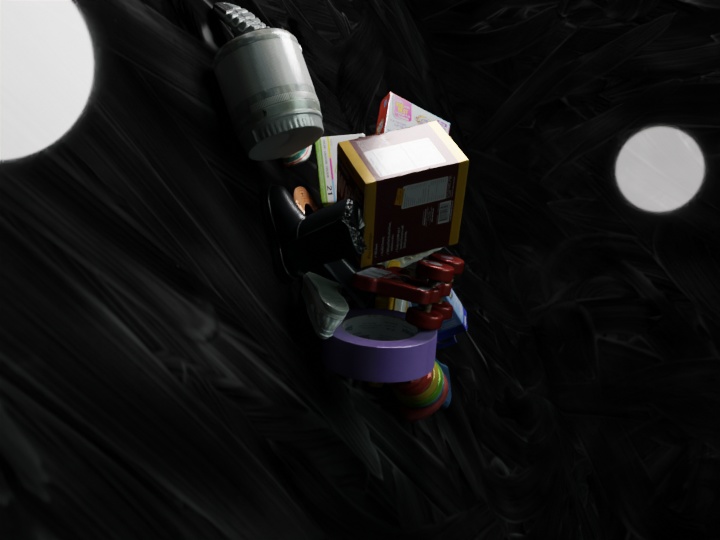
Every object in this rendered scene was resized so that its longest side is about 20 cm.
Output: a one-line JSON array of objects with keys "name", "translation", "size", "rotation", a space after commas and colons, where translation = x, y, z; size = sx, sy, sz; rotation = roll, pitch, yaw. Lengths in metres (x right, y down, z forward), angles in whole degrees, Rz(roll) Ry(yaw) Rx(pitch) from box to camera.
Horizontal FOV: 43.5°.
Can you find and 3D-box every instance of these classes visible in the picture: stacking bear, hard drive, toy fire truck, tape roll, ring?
[{"name": "stacking bear", "translation": [0.101, 0.210, 1.760], "size": [0.200, 0.113, 0.122], "rotation": [53, 22, -65]}, {"name": "hard drive", "translation": [-0.016, -0.011, 1.720], "size": [0.135, 0.042, 0.200], "rotation": [49, 14, -11]}, {"name": "toy fire truck", "translation": [0.086, 0.022, 1.619], "size": [0.200, 0.168, 0.112], "rotation": [-25, 129, -70]}, {"name": "tape roll", "translation": [0.033, 0.128, 1.576], "size": [0.200, 0.200, 0.066], "rotation": [-50, 145, -69]}, {"name": "ring", "translation": [-0.085, -0.066, 1.735], "size": [0.200, 0.019, 0.201], "rotation": [-22, 90, -79]}]

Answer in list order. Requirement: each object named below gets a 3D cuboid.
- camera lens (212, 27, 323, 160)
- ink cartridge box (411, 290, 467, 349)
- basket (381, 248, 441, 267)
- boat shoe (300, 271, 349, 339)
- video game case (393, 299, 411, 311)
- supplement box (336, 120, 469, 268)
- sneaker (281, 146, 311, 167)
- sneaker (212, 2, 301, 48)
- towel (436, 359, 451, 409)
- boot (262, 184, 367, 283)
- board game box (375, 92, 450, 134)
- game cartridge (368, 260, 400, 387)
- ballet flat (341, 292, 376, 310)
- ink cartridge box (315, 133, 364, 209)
[{"name": "camera lens", "translation": [-0.164, -0.316, 1.605], "size": [0.160, 0.160, 0.200], "rotation": [4, 65, -69]}, {"name": "ink cartridge box", "translation": [0.157, 0.092, 2.066], "size": [0.200, 0.136, 0.076], "rotation": [55, 24, -32]}, {"name": "basket", "translation": [0.077, -0.127, 1.919], "size": [0.161, 0.198, 0.200], "rotation": [71, -7, -73]}, {"name": "boat shoe", "translation": [-0.069, 0.055, 1.572], "size": [0.074, 0.065, 0.202], "rotation": [21, 13, -20]}, {"name": "video game case", "translation": [0.082, 0.107, 1.839], "size": [0.200, 0.017, 0.143], "rotation": [74, 24, -69]}, {"name": "supplement box", "translation": [0.070, -0.138, 1.648], "size": [0.198, 0.200, 0.133], "rotation": [93, -24, -43]}, {"name": "sneaker", "translation": [-0.137, -0.296, 1.794], "size": [0.200, 0.070, 0.093], "rotation": [-86, 154, -47]}, {"name": "sneaker", "translation": [-0.217, -0.422, 1.727], "size": [0.200, 0.116, 0.075], "rotation": [35, 29, 12]}, {"name": "towel", "translation": [0.147, 0.226, 2.027], "size": [0.200, 0.048, 0.112], "rotation": [49, 27, -45]}, {"name": "boot", "translation": [-0.077, -0.089, 1.576], "size": [0.076, 0.168, 0.201], "rotation": [39, 33, -55]}, {"name": "board game box", "translation": [0.101, -0.243, 1.820], "size": [0.153, 0.040, 0.200], "rotation": [24, 57, -21]}, {"name": "game cartridge", "translation": [0.048, 0.102, 1.777], "size": [0.176, 0.032, 0.200], "rotation": [-63, 157, -67]}, {"name": "ballet flat", "translation": [-0.011, 0.078, 1.746], "size": [0.200, 0.069, 0.071], "rotation": [4, 83, -69]}, {"name": "ink cartridge box", "translation": [0.014, -0.195, 1.809], "size": [0.076, 0.199, 0.148], "rotation": [93, -10, -70]}]
